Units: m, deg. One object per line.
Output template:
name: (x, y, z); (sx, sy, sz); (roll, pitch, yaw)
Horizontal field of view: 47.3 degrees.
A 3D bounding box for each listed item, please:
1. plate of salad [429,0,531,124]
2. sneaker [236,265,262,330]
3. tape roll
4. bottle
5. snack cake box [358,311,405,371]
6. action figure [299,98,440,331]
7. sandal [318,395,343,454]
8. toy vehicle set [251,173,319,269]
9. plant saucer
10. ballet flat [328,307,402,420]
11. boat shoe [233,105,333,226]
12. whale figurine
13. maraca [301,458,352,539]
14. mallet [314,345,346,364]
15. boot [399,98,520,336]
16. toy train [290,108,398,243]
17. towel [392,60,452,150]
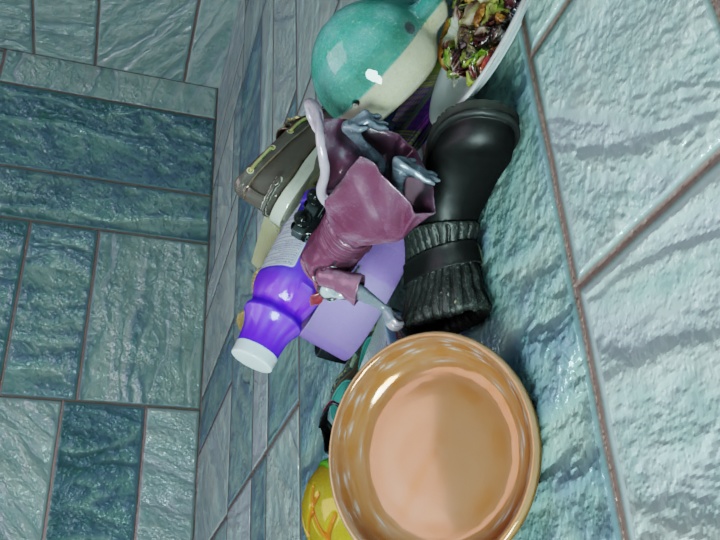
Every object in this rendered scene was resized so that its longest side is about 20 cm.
plate of salad: (0.107, -0.233, 0.771); (0.202, 0.047, 0.201); (-59, 14, 23)
sneaker: (-0.092, 0.034, 1.011); (0.090, 0.075, 0.200); (-43, -7, -32)
tape roll: (0.000, 0.000, 0.954); (0.202, 0.065, 0.200); (-60, 6, 11)
bottle: (-0.071, 0.009, 0.868); (0.083, 0.065, 0.202); (-11, 48, 52)
snack cake box: (0.052, 0.151, 0.842); (0.201, 0.066, 0.116); (-104, 29, -51)
action figure: (-0.014, -0.034, 0.758); (0.201, 0.147, 0.135); (-56, 33, 37)
sandal: (-0.025, 0.180, 0.945); (0.200, 0.044, 0.076); (97, 162, -73)
toy vehicle set: (-0.050, -0.087, 1.016); (0.200, 0.026, 0.125); (-44, -8, -28)
plant saucer: (0.063, 0.155, 0.700); (0.197, 0.037, 0.204); (-11, 69, 30)
ballet flat: (0.014, 0.119, 1.010); (0.201, 0.073, 0.075); (118, 154, -46)
boat shoe: (-0.062, -0.125, 0.842); (0.201, 0.059, 0.072); (-61, 1, -43)
whale figurine: (0.020, -0.231, 0.817); (0.158, 0.103, 0.202); (-33, 23, 47)
maraca: (-0.004, 0.273, 0.905); (0.139, 0.106, 0.200); (64, 159, 0)
mallet: (-0.003, 0.032, 1.140); (0.203, 0.065, 0.041); (-70, 17, -6)
boot: (0.092, -0.038, 0.763); (0.212, 0.078, 0.160); (117, 156, -59)
toy train: (-0.010, -0.111, 0.860); (0.202, 0.045, 0.034); (-61, 1, -21)
towel: (0.048, -0.152, 0.903); (0.201, 0.023, 0.143); (-53, 19, -4)
